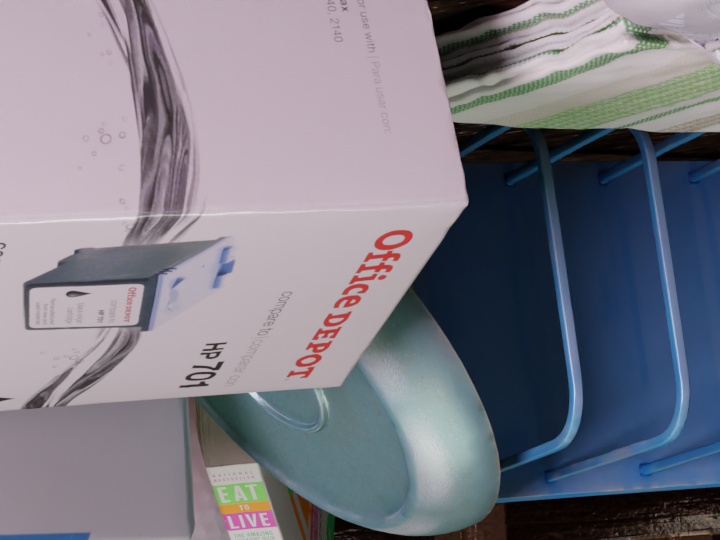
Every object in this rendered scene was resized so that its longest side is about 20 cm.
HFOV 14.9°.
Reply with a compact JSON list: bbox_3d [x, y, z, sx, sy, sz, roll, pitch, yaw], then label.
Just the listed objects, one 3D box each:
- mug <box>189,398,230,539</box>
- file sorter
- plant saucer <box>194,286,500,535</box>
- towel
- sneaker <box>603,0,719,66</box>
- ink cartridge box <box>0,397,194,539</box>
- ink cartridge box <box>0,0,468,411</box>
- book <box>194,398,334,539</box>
[{"bbox_3d":[-0.152,0.097,1.419,0.199,0.177,0.148,-3,171,-1],"label":"mug"},{"bbox_3d":[0.130,0.012,1.102,0.199,0.140,0.123,-1,168,-27],"label":"file sorter"},{"bbox_3d":[-0.029,0.030,1.056,0.027,0.200,0.200,-43,-171,-24],"label":"plant saucer"},{"bbox_3d":[0.123,-0.074,0.945,0.199,0.031,0.149,0,173,-35],"label":"towel"},{"bbox_3d":[0.159,-0.038,0.791,0.199,0.141,0.078,0,171,-25],"label":"sneaker"},{"bbox_3d":[-0.185,0.070,1.046,0.199,0.085,0.144,-9,172,33],"label":"ink cartridge box"},{"bbox_3d":[-0.085,-0.021,0.867,0.199,0.086,0.147,-2,155,-19],"label":"ink cartridge box"},{"bbox_3d":[-0.045,0.095,1.332,0.048,0.134,0.200,-6,143,6],"label":"book"}]
